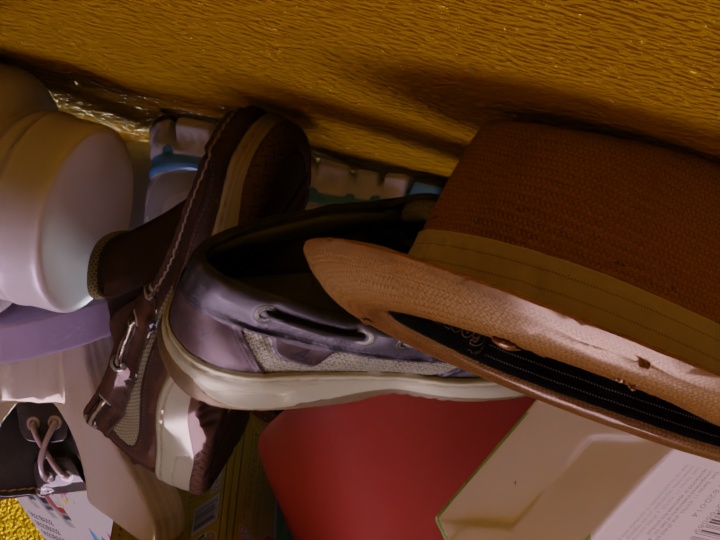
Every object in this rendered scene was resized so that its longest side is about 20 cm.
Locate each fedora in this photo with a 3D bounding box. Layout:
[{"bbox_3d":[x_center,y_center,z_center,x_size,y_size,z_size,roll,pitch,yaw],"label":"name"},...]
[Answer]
[{"bbox_3d":[0.082,0.003,0.953,0.200,0.082,0.201,20,174,2],"label":"fedora"}]

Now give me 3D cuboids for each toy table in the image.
[{"bbox_3d":[-0.139,0.033,1.318,0.199,0.118,0.184,-16,-145,-26],"label":"toy table"}]

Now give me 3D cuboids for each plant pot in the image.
[{"bbox_3d":[0.072,0.132,1.282,0.200,0.178,0.200,-13,163,-4],"label":"plant pot"}]

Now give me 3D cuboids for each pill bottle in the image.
[{"bbox_3d":[-0.198,-0.042,1.222,0.199,0.110,0.109,14,176,23],"label":"pill bottle"}]

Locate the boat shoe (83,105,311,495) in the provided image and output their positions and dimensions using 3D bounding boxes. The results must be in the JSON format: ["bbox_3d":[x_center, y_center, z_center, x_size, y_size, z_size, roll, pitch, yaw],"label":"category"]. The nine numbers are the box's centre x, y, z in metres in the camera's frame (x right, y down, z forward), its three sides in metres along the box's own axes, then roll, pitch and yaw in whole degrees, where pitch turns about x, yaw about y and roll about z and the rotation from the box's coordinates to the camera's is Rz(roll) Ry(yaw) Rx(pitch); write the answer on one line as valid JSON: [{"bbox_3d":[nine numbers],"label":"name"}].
[{"bbox_3d":[-0.075,0.009,1.168,0.075,0.075,0.203,25,135,9],"label":"boat shoe"}]

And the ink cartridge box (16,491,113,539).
[{"bbox_3d":[-0.114,0.063,1.548,0.145,0.145,0.200,8,134,57],"label":"ink cartridge box"}]

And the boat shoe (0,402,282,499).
[{"bbox_3d":[-0.111,0.068,1.421,0.199,0.067,0.057,-16,-159,-8],"label":"boat shoe"}]

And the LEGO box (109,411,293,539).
[{"bbox_3d":[-0.042,0.168,1.335,0.149,0.077,0.200,50,-161,-22],"label":"LEGO box"}]

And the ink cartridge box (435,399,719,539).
[{"bbox_3d":[0.143,0.097,1.151,0.200,0.117,0.067,16,-146,-40],"label":"ink cartridge box"}]

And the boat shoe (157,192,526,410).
[{"bbox_3d":[0.026,0.005,1.085,0.200,0.072,0.066,-7,148,-18],"label":"boat shoe"}]

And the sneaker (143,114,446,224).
[{"bbox_3d":[0.000,0.000,1.231,0.199,0.087,0.075,13,174,13],"label":"sneaker"}]
